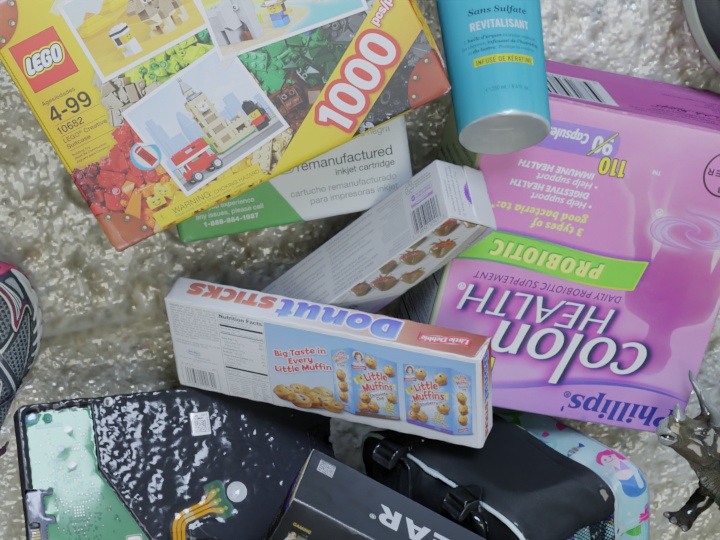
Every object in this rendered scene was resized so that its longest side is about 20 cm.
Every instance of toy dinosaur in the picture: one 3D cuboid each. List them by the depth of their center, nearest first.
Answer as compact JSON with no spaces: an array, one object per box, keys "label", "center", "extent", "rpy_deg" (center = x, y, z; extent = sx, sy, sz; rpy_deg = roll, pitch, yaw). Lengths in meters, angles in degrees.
[{"label":"toy dinosaur","center":[0.254,0.127,1.046],"extent":[0.199,0.077,0.103],"rpy_deg":[4,118,-52]}]

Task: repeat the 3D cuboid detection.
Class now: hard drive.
[{"label":"hard drive","center":[-0.110,0.144,1.022],"extent":[0.198,0.038,0.141],"rpy_deg":[-6,79,-20]}]

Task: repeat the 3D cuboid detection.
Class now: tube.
[{"label":"tube","center":[0.070,-0.165,0.915],"extent":[0.077,0.050,0.202],"rpy_deg":[-1,68,-11]}]

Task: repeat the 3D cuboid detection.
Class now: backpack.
[{"label":"backpack","center":[0.093,0.190,1.048],"extent":[0.150,0.177,0.201],"rpy_deg":[-19,119,-33]}]

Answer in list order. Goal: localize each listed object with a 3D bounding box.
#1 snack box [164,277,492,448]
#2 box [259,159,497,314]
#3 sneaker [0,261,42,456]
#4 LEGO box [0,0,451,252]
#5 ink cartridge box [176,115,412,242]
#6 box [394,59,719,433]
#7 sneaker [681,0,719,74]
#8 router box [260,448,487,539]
[{"label":"snack box","center":[-0.020,0.055,0.976],"extent":[0.198,0.024,0.072],"rpy_deg":[10,130,18]},{"label":"box","center":[0.000,0.000,0.974],"extent":[0.038,0.042,0.200],"rpy_deg":[11,146,-38]},{"label":"sneaker","center":[-0.248,0.086,1.015],"extent":[0.080,0.075,0.201],"rpy_deg":[13,110,-13]},{"label":"LEGO box","center":[-0.073,-0.125,0.853],"extent":[0.199,0.077,0.150],"rpy_deg":[-25,112,10]},{"label":"ink cartridge box","center":[-0.054,-0.133,0.943],"extent":[0.145,0.083,0.201],"rpy_deg":[-11,114,-3]},{"label":"box","center":[0.131,-0.018,1.009],"extent":[0.175,0.097,0.201],"rpy_deg":[10,112,-12]},{"label":"sneaker","center":[0.278,-0.129,0.967],"extent":[0.200,0.106,0.075],"rpy_deg":[45,68,-28]},{"label":"router box","center":[0.022,0.216,0.948],"extent":[0.199,0.052,0.158],"rpy_deg":[28,120,-2]}]
